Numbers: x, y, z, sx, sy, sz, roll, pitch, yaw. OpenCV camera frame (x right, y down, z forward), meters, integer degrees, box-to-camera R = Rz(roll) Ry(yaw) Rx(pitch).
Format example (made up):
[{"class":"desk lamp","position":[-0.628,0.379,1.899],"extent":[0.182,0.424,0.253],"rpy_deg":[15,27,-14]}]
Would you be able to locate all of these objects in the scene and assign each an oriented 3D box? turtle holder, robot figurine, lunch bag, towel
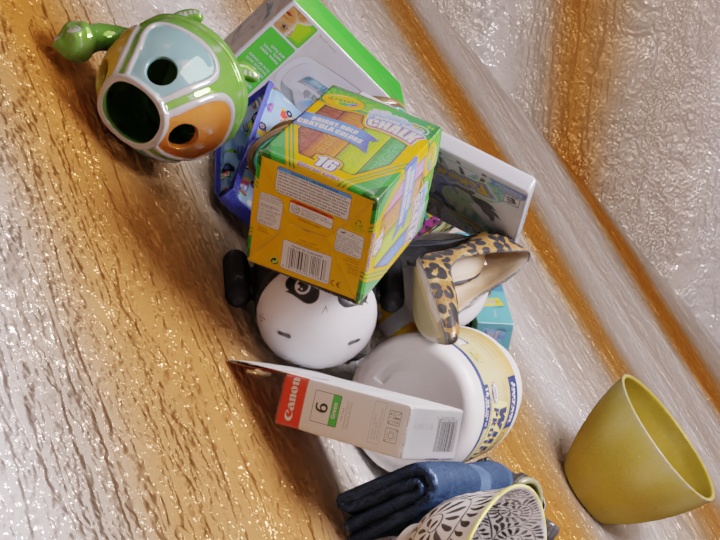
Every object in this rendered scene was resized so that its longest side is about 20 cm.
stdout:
[{"class":"turtle holder","position":[-0.205,-0.193,1.339],"extent":[0.186,0.141,0.132],"rpy_deg":[58,35,-8]},{"class":"robot figurine","position":[-0.046,0.006,1.343],"extent":[0.125,0.150,0.201],"rpy_deg":[49,20,-33]},{"class":"lunch bag","position":[-0.096,-0.088,1.513],"extent":[0.150,0.094,0.201],"rpy_deg":[42,33,-30]},{"class":"towel","position":[0.067,0.216,1.256],"extent":[0.200,0.111,0.049],"rpy_deg":[16,50,-61]}]

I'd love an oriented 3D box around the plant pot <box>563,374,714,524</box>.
[{"class":"plant pot","position":[0.362,0.264,1.814],"extent":[0.200,0.142,0.200],"rpy_deg":[45,19,-20]}]

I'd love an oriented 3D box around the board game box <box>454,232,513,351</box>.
[{"class":"board game box","position":[0.139,0.069,1.652],"extent":[0.047,0.152,0.200],"rpy_deg":[3,32,-7]}]

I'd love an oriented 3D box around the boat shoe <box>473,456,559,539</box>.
[{"class":"boat shoe","position":[0.171,0.254,1.457],"extent":[0.072,0.066,0.201],"rpy_deg":[47,6,-19]}]

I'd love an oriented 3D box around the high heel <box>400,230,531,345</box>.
[{"class":"high heel","position":[0.120,0.016,1.337],"extent":[0.142,0.072,0.200],"rpy_deg":[-1,28,-8]}]

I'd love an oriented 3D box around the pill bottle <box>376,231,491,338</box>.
[{"class":"pill bottle","position":[0.083,0.019,1.522],"extent":[0.111,0.111,0.200],"rpy_deg":[52,-16,2]}]

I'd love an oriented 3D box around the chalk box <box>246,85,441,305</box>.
[{"class":"chalk box","position":[-0.005,-0.085,1.270],"extent":[0.124,0.124,0.200],"rpy_deg":[21,38,14]}]

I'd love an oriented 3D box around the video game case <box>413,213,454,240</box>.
[{"class":"video game case","position":[0.078,-0.054,1.676],"extent":[0.036,0.181,0.200],"rpy_deg":[53,18,6]}]

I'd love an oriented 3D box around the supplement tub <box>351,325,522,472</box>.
[{"class":"supplement tub","position":[0.086,0.133,1.404],"extent":[0.145,0.144,0.200],"rpy_deg":[56,19,12]}]

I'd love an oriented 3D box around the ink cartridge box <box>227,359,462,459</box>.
[{"class":"ink cartridge box","position":[-0.019,0.127,1.226],"extent":[0.199,0.051,0.109],"rpy_deg":[11,-2,30]}]

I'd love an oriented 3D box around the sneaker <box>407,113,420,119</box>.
[{"class":"sneaker","position":[0.018,-0.088,1.568],"extent":[0.075,0.200,0.089],"rpy_deg":[31,22,-6]}]

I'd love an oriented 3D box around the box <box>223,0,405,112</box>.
[{"class":"box","position":[-0.076,-0.220,1.628],"extent":[0.200,0.176,0.097],"rpy_deg":[43,20,-24]}]

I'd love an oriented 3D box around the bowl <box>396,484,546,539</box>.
[{"class":"bowl","position":[0.078,0.273,1.155],"extent":[0.200,0.094,0.202],"rpy_deg":[-25,119,-55]}]

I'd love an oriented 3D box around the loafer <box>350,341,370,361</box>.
[{"class":"loafer","position":[0.000,0.000,1.475],"extent":[0.070,0.069,0.201],"rpy_deg":[28,57,-54]}]

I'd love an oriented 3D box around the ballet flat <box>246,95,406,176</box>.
[{"class":"ballet flat","position":[-0.045,-0.153,1.478],"extent":[0.072,0.199,0.068],"rpy_deg":[41,-33,50]}]

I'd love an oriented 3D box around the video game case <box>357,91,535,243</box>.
[{"class":"video game case","position":[0.082,-0.097,1.398],"extent":[0.199,0.022,0.182],"rpy_deg":[27,-16,9]}]
